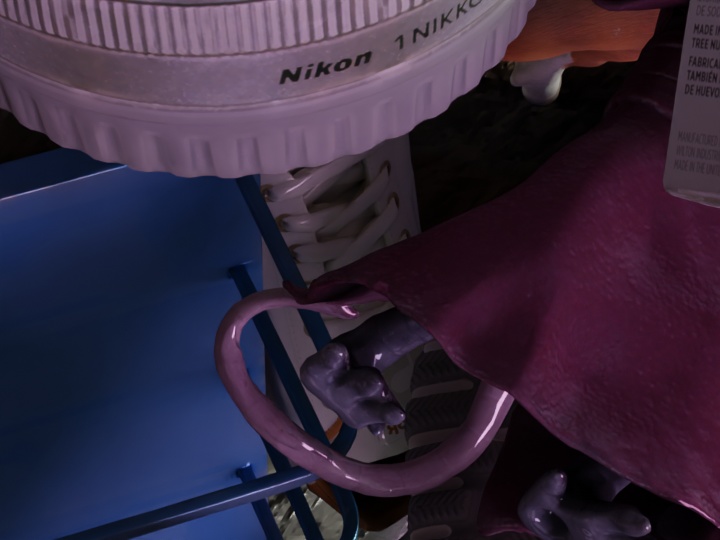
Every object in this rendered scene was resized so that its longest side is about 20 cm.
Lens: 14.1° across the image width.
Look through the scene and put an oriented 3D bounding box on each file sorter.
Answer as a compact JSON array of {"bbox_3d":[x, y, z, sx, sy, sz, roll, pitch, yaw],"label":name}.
[{"bbox_3d":[-0.075,0.079,0.798,0.138,0.123,0.201,-16,141,-14],"label":"file sorter"}]

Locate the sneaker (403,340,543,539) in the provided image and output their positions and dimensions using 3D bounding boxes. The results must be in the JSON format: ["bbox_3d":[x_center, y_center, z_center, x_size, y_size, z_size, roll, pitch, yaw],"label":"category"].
[{"bbox_3d":[0.059,0.079,0.743,0.116,0.075,0.201,58,39,-39],"label":"sneaker"}]

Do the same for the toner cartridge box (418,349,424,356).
[{"bbox_3d":[0.075,-0.008,0.886,0.095,0.043,0.200,-52,177,11],"label":"toner cartridge box"}]

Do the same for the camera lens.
[{"bbox_3d":[-0.033,-0.137,0.587,0.160,0.160,0.200,-31,146,-20],"label":"camera lens"}]

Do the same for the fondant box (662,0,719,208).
[{"bbox_3d":[0.146,-0.103,0.582,0.144,0.058,0.201,7,95,-34],"label":"fondant box"}]

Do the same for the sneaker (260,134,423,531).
[{"bbox_3d":[0.000,0.000,0.858,0.073,0.085,0.200,-30,144,-19],"label":"sneaker"}]

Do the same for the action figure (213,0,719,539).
[{"bbox_3d":[0.084,-0.020,0.680,0.200,0.134,0.149,-55,-163,-24],"label":"action figure"}]

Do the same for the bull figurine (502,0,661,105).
[{"bbox_3d":[0.053,-0.082,0.757,0.199,0.065,0.121,5,164,-25],"label":"bull figurine"}]

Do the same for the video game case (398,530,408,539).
[{"bbox_3d":[0.074,0.045,0.897,0.182,0.022,0.200,-42,178,-26],"label":"video game case"}]
